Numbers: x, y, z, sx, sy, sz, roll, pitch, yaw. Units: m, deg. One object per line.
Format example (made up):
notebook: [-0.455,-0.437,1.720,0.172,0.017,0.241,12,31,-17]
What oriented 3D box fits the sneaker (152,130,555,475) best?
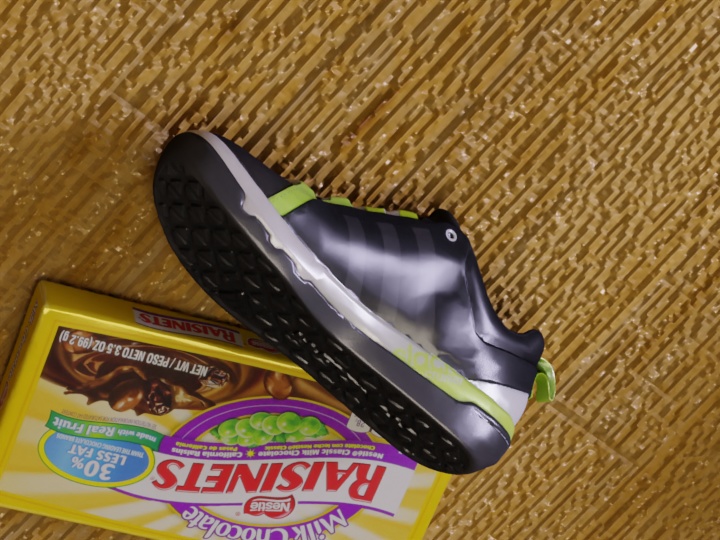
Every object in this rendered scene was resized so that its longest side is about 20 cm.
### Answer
sneaker: [0.000,0.000,1.184,0.200,0.072,0.083,44,65,-21]

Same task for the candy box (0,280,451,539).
candy box: [-0.057,0.073,1.224,0.200,0.026,0.102,14,118,-19]
